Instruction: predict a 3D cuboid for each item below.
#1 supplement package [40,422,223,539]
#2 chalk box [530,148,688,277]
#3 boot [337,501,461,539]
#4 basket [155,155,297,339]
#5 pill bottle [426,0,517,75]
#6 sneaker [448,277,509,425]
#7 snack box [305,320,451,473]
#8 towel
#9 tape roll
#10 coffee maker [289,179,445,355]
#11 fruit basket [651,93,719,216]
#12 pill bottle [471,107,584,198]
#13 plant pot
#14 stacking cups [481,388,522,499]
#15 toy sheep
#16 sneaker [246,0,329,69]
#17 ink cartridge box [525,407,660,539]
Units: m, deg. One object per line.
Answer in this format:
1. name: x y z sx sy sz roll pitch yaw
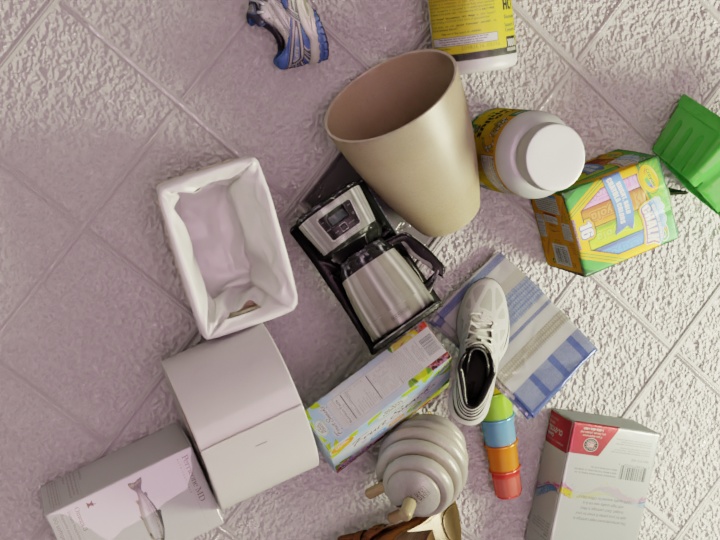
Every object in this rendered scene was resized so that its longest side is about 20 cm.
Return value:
1. supplement package: -0.293 0.300 1.661 0.198 0.117 0.118 -25 104 -12
2. chalk box: 0.353 -0.090 1.800 0.198 0.125 0.126 -22 104 -14
3. boot: 0.051 0.374 1.790 0.153 0.200 0.078 -13 99 23
4. basket: -0.175 -0.034 1.645 0.134 0.123 0.203 -19 102 -13
5. pill bottle: 0.141 -0.362 1.698 0.111 0.112 0.203 -11 102 -15
6. sneaker: 0.164 0.095 1.706 0.074 0.116 0.204 10 72 -1
7. snack box: 0.024 0.169 1.711 0.199 0.169 0.068 -37 74 -10
8. towel: 0.208 0.087 1.785 0.147 0.024 0.200 -43 80 -14
9. tape roll: -0.152 0.181 1.643 0.138 0.202 0.205 -23 104 -12
10. coffee maker: 0.000 0.000 1.695 0.134 0.192 0.201 -32 86 -26
11. fruit basket: 0.531 -0.181 1.798 0.155 0.215 0.216 42 85 -18
12. pill bottle: 0.213 -0.154 1.705 0.111 0.200 0.115 -3 99 -16
13. plant pot: 0.076 -0.148 1.690 0.186 0.187 0.201 -35 123 -9
14. stacking cups: 0.199 0.222 1.834 0.060 0.060 0.203 -16 105 -14
15. toy sheep: 0.080 0.267 1.744 0.136 0.201 0.140 7 126 10
16. sneaker: -0.109 -0.348 1.645 0.084 0.077 0.202 -24 104 -8
17. ink cartridge box: 0.331 0.314 1.873 0.144 0.083 0.203 10 95 -18
